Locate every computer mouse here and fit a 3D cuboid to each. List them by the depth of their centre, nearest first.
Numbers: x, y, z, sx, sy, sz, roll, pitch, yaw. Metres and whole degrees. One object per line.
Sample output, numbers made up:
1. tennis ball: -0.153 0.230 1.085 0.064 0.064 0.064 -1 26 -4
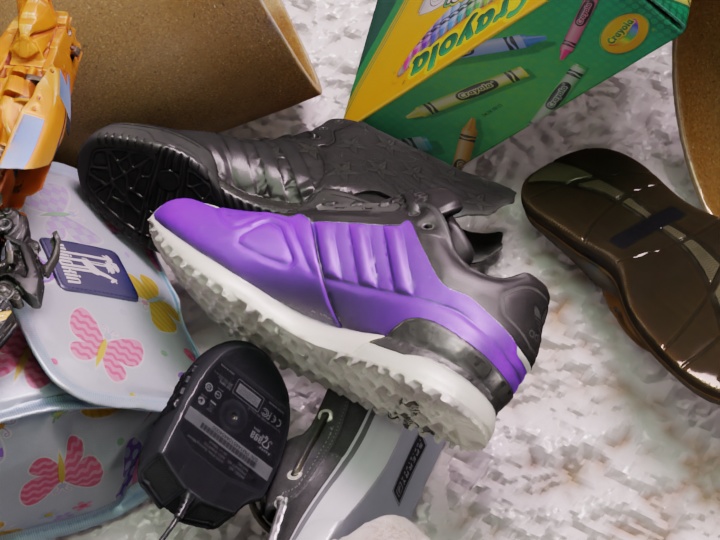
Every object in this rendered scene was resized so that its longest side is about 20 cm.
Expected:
1. computer mouse: -0.087 0.113 1.018 0.034 0.059 0.200 -23 32 50

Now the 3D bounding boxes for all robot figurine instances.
1. robot figurine: -0.201 -0.038 1.047 0.145 0.058 0.200 4 54 13

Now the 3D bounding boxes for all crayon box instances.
1. crayon box: 0.082 -0.135 1.159 0.200 0.058 0.119 -30 36 45

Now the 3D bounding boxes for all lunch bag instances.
1. lunch bag: -0.181 0.036 1.103 0.200 0.127 0.170 -13 52 -15

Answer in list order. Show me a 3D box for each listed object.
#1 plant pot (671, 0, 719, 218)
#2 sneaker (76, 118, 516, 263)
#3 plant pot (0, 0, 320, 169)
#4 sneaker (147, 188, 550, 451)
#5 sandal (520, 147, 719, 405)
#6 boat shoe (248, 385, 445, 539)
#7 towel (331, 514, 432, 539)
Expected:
1. plant pot: 0.281 -0.091 1.111 0.200 0.187 0.187 -11 51 -19
2. sneaker: -0.030 -0.039 1.145 0.200 0.060 0.104 19 31 10
3. plant pot: -0.150 -0.126 1.194 0.200 0.186 0.187 -28 53 5
4. sneaker: 0.000 0.000 1.057 0.200 0.070 0.100 27 72 27
5. sandal: 0.144 0.008 1.123 0.082 0.055 0.200 -26 39 -19
6. boat shoe: -0.015 0.097 1.067 0.066 0.070 0.200 10 54 25
7. towel: 0.011 0.176 0.937 0.133 0.034 0.200 44 31 10
